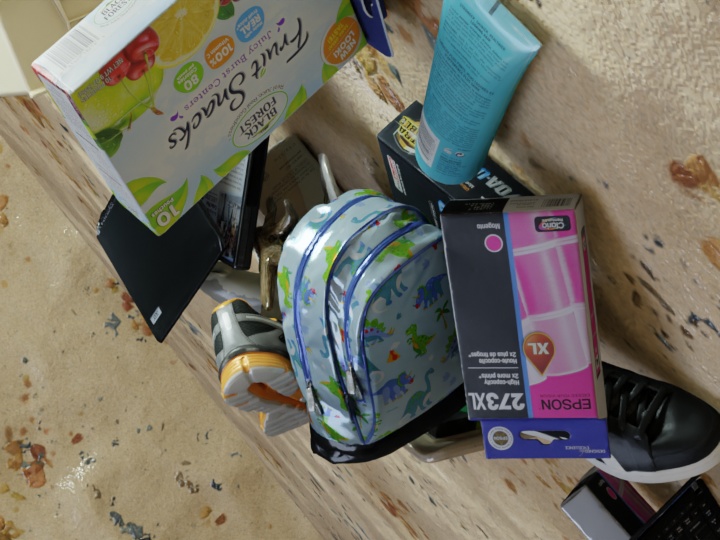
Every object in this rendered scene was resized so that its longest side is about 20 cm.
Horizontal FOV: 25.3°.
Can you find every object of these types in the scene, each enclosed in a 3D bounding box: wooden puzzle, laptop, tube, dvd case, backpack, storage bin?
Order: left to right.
[{"bbox_3d":[-0.231,-0.223,1.382,0.200,0.198,0.094,11,124,68],"label":"storage bin"},{"bbox_3d":[-0.159,-0.075,1.428,0.103,0.201,0.177,29,141,-9],"label":"laptop"},{"bbox_3d":[-0.109,-0.110,1.375,0.017,0.202,0.143,6,-172,-24],"label":"dvd case"},{"bbox_3d":[0.016,0.035,1.223,0.153,0.163,0.201,16,131,58],"label":"backpack"},{"bbox_3d":[0.071,0.103,1.419,0.200,0.184,0.037,29,118,44],"label":"wooden puzzle"},{"bbox_3d":[0.070,-0.120,1.037,0.077,0.050,0.200,41,161,11],"label":"tube"},{"bbox_3d":[0.240,0.247,1.226,0.200,0.177,0.103,55,166,-21],"label":"laptop"}]

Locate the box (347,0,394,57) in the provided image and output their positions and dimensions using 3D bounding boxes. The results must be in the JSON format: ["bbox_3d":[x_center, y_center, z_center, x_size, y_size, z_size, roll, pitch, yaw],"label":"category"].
[{"bbox_3d":[-0.045,-0.236,1.100,0.200,0.032,0.121,41,165,29],"label":"box"}]

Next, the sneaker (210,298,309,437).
[{"bbox_3d":[-0.067,0.080,1.319,0.200,0.078,0.078,55,-169,-66],"label":"sneaker"}]

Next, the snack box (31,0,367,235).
[{"bbox_3d":[-0.098,-0.140,1.038,0.053,0.200,0.143,35,162,36],"label":"snack box"}]

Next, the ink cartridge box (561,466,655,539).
[{"bbox_3d":[0.257,0.255,1.372,0.200,0.037,0.095,50,-160,6],"label":"ink cartridge box"}]

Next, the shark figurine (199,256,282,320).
[{"bbox_3d":[-0.115,0.018,1.476,0.213,0.128,0.090,23,138,16],"label":"shark figurine"}]

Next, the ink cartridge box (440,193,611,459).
[{"bbox_3d":[0.116,0.047,1.108,0.094,0.037,0.201,-2,113,19],"label":"ink cartridge box"}]

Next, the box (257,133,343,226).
[{"bbox_3d":[-0.039,-0.027,1.554,0.200,0.078,0.095,51,165,-7],"label":"box"}]

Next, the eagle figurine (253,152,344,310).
[{"bbox_3d":[-0.004,0.003,1.382,0.199,0.153,0.151,18,157,-24],"label":"eagle figurine"}]

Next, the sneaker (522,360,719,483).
[{"bbox_3d":[0.160,0.089,1.159,0.199,0.073,0.112,11,154,39],"label":"sneaker"}]

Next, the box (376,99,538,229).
[{"bbox_3d":[0.094,-0.020,1.227,0.159,0.046,0.200,42,165,26],"label":"box"}]

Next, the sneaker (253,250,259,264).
[{"bbox_3d":[-0.094,-0.052,1.712,0.201,0.077,0.086,56,178,-1],"label":"sneaker"}]
